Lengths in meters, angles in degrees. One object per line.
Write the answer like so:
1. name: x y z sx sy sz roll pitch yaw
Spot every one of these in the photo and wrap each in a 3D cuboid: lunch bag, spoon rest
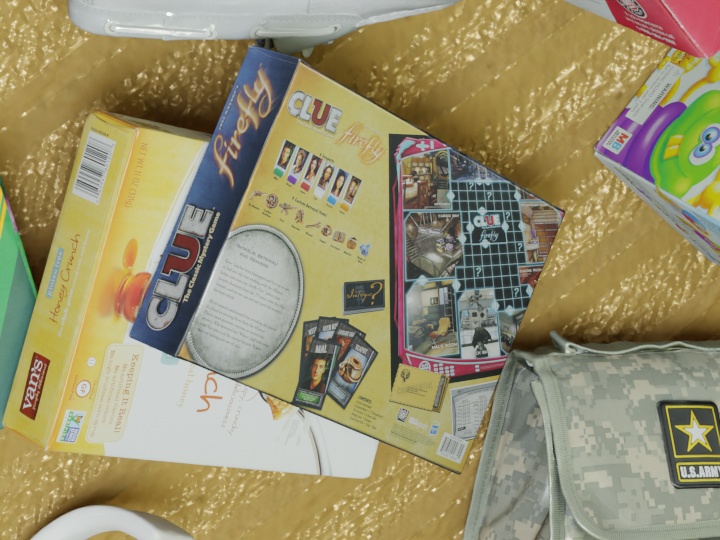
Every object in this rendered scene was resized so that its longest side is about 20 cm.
1. lunch bag: 0.144 0.131 1.240 0.163 0.117 0.201 0 103 -26
2. spoon rest: -0.158 0.188 1.142 0.200 0.061 0.099 -55 155 3

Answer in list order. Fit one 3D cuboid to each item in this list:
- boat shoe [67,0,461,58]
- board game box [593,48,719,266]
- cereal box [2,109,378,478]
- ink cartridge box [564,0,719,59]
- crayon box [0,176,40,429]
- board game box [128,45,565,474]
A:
1. boat shoe: -0.034 -0.127 1.087 0.199 0.072 0.069 -5 133 -31
2. board game box: 0.219 -0.039 1.162 0.105 0.200 0.103 38 90 -32
3. cereal box: -0.055 0.015 1.105 0.199 0.039 0.145 9 99 -45
4. ink cartridge box: 0.107 -0.222 1.070 0.145 0.145 0.200 -47 122 -4
5. crayon box: -0.237 0.032 1.047 0.199 0.058 0.119 -23 118 -17
6. board game box: 0.000 0.000 1.100 0.200 0.035 0.136 27 85 -46
